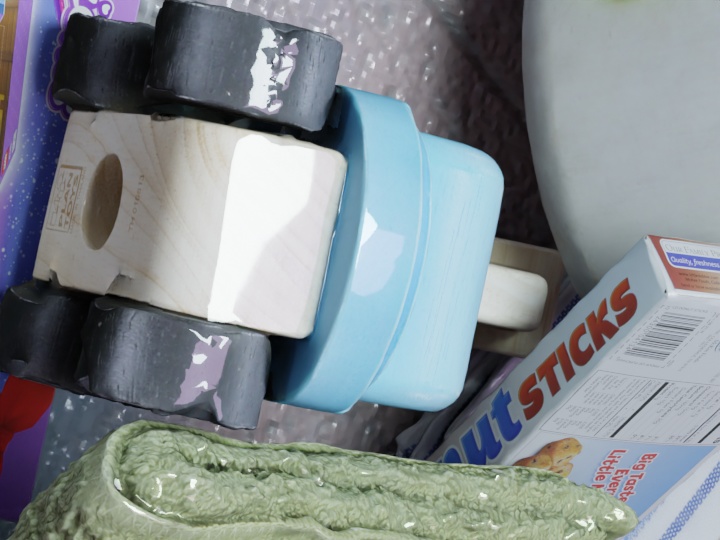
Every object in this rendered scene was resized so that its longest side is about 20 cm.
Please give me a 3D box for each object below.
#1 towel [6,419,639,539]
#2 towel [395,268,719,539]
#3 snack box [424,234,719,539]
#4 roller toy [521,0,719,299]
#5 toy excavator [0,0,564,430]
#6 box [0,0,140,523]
[{"bbox_3d":[-0.033,0.092,0.775,0.200,0.148,0.037,8,52,-45],"label":"towel"},{"bbox_3d":[0.103,0.077,0.966,0.147,0.024,0.200,-50,124,-21],"label":"towel"},{"bbox_3d":[0.058,0.059,0.834,0.072,0.200,0.024,6,52,-34],"label":"snack box"},{"bbox_3d":[0.149,-0.055,0.874,0.200,0.139,0.183,-1,83,-59],"label":"roller toy"},{"bbox_3d":[0.000,0.000,0.784,0.200,0.194,0.100,14,87,-26],"label":"toy excavator"},{"bbox_3d":[-0.132,-0.040,0.751,0.137,0.039,0.201,14,88,-40],"label":"box"}]
